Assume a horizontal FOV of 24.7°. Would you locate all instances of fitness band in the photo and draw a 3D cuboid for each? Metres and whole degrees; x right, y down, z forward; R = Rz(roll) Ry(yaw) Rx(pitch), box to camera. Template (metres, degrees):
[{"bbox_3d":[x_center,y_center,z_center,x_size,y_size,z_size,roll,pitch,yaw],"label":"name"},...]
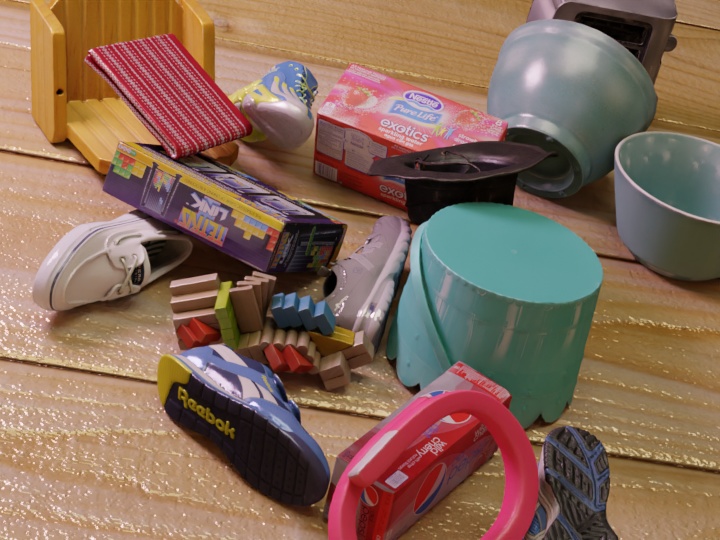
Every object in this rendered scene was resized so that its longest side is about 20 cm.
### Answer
[{"bbox_3d":[0.060,0.185,1.305,0.200,0.037,0.144,-40,102,-30],"label":"fitness band"}]

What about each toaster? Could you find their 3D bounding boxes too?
[{"bbox_3d":[0.293,-0.284,2.094,0.197,0.182,0.119,9,33,-9],"label":"toaster"}]

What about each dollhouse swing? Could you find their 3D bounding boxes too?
[{"bbox_3d":[-0.237,-0.210,1.796,0.198,0.184,0.175,-7,17,-31],"label":"dollhouse swing"}]

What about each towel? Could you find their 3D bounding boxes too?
[{"bbox_3d":[-0.195,-0.182,1.707,0.145,0.022,0.200,48,22,4],"label":"towel"}]

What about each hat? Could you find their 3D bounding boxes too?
[{"bbox_3d":[0.106,-0.078,1.669,0.198,0.082,0.201,-5,11,1],"label":"hat"}]

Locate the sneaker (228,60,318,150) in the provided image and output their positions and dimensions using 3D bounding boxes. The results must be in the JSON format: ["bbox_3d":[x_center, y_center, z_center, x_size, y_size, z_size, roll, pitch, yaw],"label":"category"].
[{"bbox_3d":[-0.083,-0.194,1.818,0.105,0.076,0.199,-45,25,-15],"label":"sneaker"}]

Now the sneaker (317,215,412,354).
[{"bbox_3d":[0.000,0.000,1.630,0.081,0.075,0.201,17,32,2],"label":"sneaker"}]

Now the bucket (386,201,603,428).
[{"bbox_3d":[0.129,0.036,1.568,0.205,0.136,0.208,11,30,-6],"label":"bucket"}]

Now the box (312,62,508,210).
[{"bbox_3d":[0.055,-0.136,1.823,0.198,0.100,0.096,22,52,13],"label":"box"}]

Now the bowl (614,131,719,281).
[{"bbox_3d":[0.367,-0.062,1.847,0.198,0.106,0.202,10,32,-6],"label":"bowl"}]

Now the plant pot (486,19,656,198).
[{"bbox_3d":[0.227,-0.171,1.909,0.198,0.201,0.135,23,59,14],"label":"plant pot"}]

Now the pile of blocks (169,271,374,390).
[{"bbox_3d":[-0.082,0.056,1.504,0.197,0.083,0.062,12,31,-4],"label":"pile of blocks"}]

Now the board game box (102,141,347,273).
[{"bbox_3d":[-0.133,-0.062,1.644,0.198,0.057,0.165,26,11,20],"label":"board game box"}]

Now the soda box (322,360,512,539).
[{"bbox_3d":[0.052,0.157,1.410,0.063,0.071,0.199,28,35,24],"label":"soda box"}]

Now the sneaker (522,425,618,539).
[{"bbox_3d":[0.171,0.230,1.348,0.075,0.077,0.202,14,49,-5],"label":"sneaker"}]

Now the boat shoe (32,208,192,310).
[{"bbox_3d":[-0.228,-0.010,1.558,0.066,0.074,0.200,22,32,19],"label":"boat shoe"}]

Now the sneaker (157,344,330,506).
[{"bbox_3d":[-0.087,0.123,1.407,0.082,0.075,0.199,-18,44,-44],"label":"sneaker"}]
